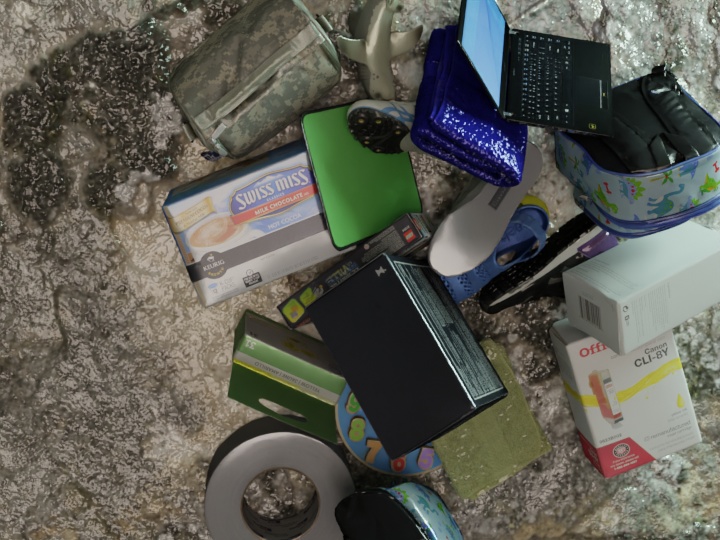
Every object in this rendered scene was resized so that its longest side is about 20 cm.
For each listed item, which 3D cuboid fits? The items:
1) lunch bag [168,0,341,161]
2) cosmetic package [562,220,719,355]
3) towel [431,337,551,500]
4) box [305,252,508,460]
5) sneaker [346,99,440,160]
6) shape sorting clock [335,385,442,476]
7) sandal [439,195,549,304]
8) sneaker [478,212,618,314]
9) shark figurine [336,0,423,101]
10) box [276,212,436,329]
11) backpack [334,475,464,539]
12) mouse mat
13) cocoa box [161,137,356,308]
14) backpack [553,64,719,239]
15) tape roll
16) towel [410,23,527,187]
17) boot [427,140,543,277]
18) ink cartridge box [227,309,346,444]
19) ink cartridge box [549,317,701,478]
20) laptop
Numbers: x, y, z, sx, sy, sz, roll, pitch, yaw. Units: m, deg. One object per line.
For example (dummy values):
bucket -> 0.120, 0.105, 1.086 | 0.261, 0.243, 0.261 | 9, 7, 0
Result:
lunch bag -> -0.122, -0.225, 1.163 | 0.199, 0.168, 0.140 | -38, 104, 3
cosmetic package -> 0.367, 0.014, 1.271 | 0.198, 0.113, 0.082 | -22, 119, -18
towel -> 0.156, 0.199, 1.331 | 0.147, 0.037, 0.201 | -30, 112, -3
box -> 0.058, 0.096, 1.184 | 0.123, 0.198, 0.201 | -34, 78, 14
sneaker -> 0.059, -0.179, 1.215 | 0.198, 0.072, 0.073 | 7, 66, -42
shape sorting clock -> 0.064, 0.182, 1.343 | 0.197, 0.039, 0.203 | -1, 103, -6
sandal -> 0.161, -0.021, 1.285 | 0.199, 0.087, 0.080 | -39, 106, 5
sneaker -> 0.252, 0.013, 1.311 | 0.199, 0.076, 0.088 | -33, 110, 1
shark figurine -> 0.025, -0.310, 1.198 | 0.127, 0.089, 0.216 | 19, 99, -38
box -> 0.000, 0.000, 1.236 | 0.199, 0.110, 0.035 | -35, 83, 14
backpack -> 0.059, 0.349, 1.302 | 0.153, 0.200, 0.164 | -34, 70, -10
mouse mat -> 0.006, -0.121, 1.202 | 0.007, 0.199, 0.163 | -9, 99, 38
cocoa box -> -0.122, -0.064, 1.217 | 0.198, 0.133, 0.133 | -21, 105, -1
backpack -> 0.346, -0.129, 1.223 | 0.181, 0.201, 0.148 | -19, 124, -3
tape roll -> -0.107, 0.297, 1.335 | 0.197, 0.066, 0.203 | -1, 102, -7
towel -> 0.139, -0.201, 1.195 | 0.146, 0.202, 0.050 | 23, 140, -11
boot -> 0.147, -0.071, 1.251 | 0.073, 0.096, 0.200 | 42, 80, -4
ink cartridge box -> -0.086, 0.124, 1.229 | 0.144, 0.200, 0.048 | 25, 101, -11
ink cartridge box -> 0.351, 0.151, 1.346 | 0.144, 0.083, 0.202 | -20, 104, -1
laptop -> 0.207, -0.262, 1.175 | 0.197, 0.179, 0.104 | 10, 140, 2
